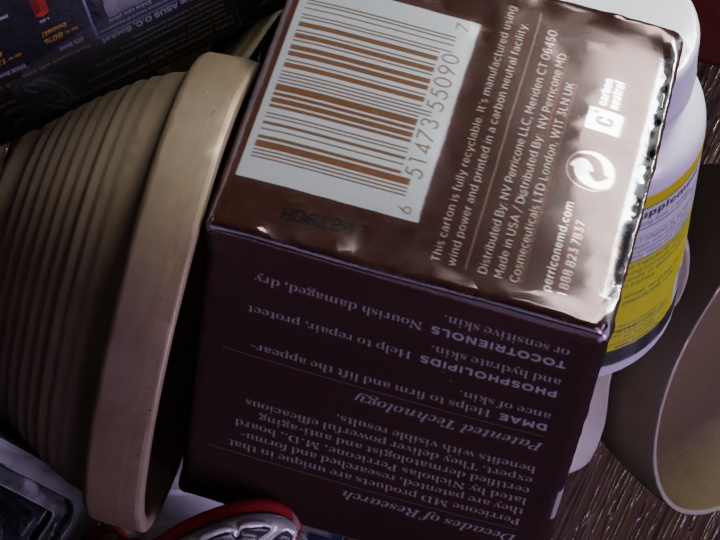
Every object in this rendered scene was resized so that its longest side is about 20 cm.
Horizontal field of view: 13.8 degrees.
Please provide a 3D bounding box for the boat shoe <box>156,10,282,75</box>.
[{"bbox_3d":[-0.028,-0.164,1.328,0.200,0.065,0.072,-51,146,-10],"label":"boat shoe"}]

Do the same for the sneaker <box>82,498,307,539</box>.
[{"bbox_3d":[-0.104,0.142,1.307,0.077,0.085,0.200,32,128,-33],"label":"sneaker"}]

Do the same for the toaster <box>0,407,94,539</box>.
[{"bbox_3d":[-0.224,0.117,1.257,0.181,0.119,0.200,-56,147,-4],"label":"toaster"}]

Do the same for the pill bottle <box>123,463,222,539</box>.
[{"bbox_3d":[-0.078,0.186,1.399,0.116,0.116,0.200,36,53,-57],"label":"pill bottle"}]

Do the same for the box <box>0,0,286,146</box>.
[{"bbox_3d":[-0.091,-0.156,1.209,0.200,0.050,0.158,-27,141,-7],"label":"box"}]

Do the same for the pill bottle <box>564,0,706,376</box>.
[{"bbox_3d":[0.101,-0.049,1.392,0.114,0.114,0.200,-38,152,-27],"label":"pill bottle"}]

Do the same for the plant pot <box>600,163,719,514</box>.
[{"bbox_3d":[0.182,0.018,1.687,0.200,0.134,0.201,-32,140,-32],"label":"plant pot"}]

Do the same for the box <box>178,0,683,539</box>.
[{"bbox_3d":[0.027,-0.002,1.251,0.200,0.164,0.166,99,7,-54],"label":"box"}]

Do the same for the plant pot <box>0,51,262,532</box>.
[{"bbox_3d":[-0.106,0.000,1.236,0.201,0.092,0.201,15,90,-86],"label":"plant pot"}]

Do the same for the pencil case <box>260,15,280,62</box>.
[{"bbox_3d":[0.045,-0.116,1.440,0.200,0.085,0.093,-16,85,-44],"label":"pencil case"}]

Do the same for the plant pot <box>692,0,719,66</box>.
[{"bbox_3d":[0.210,-0.212,1.484,0.200,0.176,0.200,-38,142,-19],"label":"plant pot"}]

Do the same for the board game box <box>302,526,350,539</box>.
[{"bbox_3d":[-0.024,0.207,1.585,0.200,0.035,0.136,71,36,-66],"label":"board game box"}]

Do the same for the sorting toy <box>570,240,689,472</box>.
[{"bbox_3d":[0.076,0.078,1.541,0.200,0.107,0.180,-45,145,-30],"label":"sorting toy"}]
